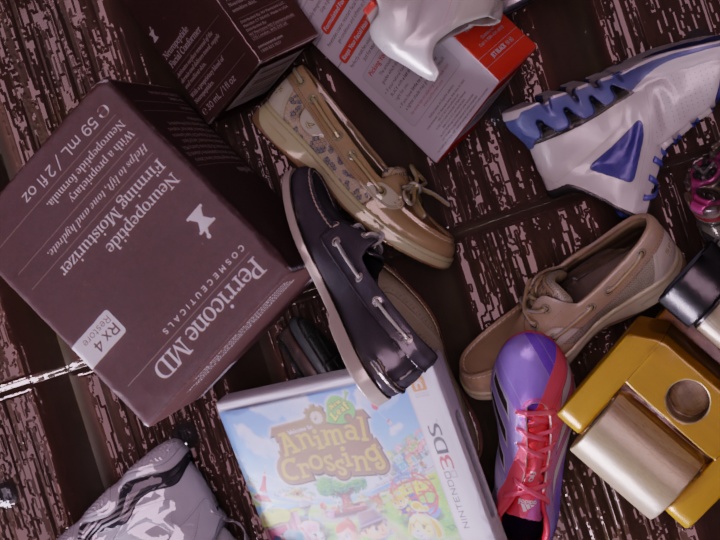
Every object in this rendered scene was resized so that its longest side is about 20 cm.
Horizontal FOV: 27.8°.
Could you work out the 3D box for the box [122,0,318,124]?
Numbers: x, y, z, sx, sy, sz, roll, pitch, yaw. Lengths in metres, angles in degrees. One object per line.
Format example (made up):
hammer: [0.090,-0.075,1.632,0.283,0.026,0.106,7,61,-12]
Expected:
box: [-0.132,-0.229,1.141,0.201,0.075,0.100,56,140,5]

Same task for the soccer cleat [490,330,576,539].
soccer cleat: [0.128,0.142,1.101,0.066,0.077,0.202,3,120,3]

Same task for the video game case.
video game case: [0.002,0.165,1.122,0.198,0.022,0.184,-14,103,29]

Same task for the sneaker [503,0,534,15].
sneaker: [0.138,-0.299,1.119,0.202,0.077,0.147,-39,95,-1]

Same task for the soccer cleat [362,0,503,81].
soccer cleat: [0.087,-0.220,1.045,0.078,0.069,0.200,44,78,-1]

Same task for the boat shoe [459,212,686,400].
boat shoe: [0.152,0.026,1.117,0.199,0.072,0.065,-33,128,15]

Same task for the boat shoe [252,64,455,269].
boat shoe: [0.004,-0.079,1.149,0.200,0.073,0.063,41,98,5]

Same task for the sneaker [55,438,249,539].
sneaker: [-0.186,0.242,1.178,0.200,0.075,0.115,-44,83,3]

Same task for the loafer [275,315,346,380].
loafer: [-0.010,0.131,1.159,0.063,0.072,0.201,-38,88,12]

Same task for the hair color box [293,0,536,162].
hair color box: [0.026,-0.195,1.122,0.200,0.111,0.064,44,51,3]

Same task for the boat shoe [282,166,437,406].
boat shoe: [0.000,0.000,1.070,0.062,0.073,0.201,-29,62,14]

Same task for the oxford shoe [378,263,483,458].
oxford shoe: [0.037,0.072,1.147,0.070,0.074,0.201,-33,87,7]

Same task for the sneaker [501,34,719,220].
sneaker: [0.218,-0.104,1.126,0.197,0.081,0.116,-20,101,3]

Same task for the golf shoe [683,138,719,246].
golf shoe: [0.332,-0.092,1.117,0.200,0.073,0.092,-43,131,-6]

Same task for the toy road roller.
toy road roller: [0.251,0.072,1.062,0.123,0.146,0.201,40,111,7]

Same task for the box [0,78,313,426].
box: [-0.155,-0.019,1.120,0.200,0.164,0.166,45,100,5]
